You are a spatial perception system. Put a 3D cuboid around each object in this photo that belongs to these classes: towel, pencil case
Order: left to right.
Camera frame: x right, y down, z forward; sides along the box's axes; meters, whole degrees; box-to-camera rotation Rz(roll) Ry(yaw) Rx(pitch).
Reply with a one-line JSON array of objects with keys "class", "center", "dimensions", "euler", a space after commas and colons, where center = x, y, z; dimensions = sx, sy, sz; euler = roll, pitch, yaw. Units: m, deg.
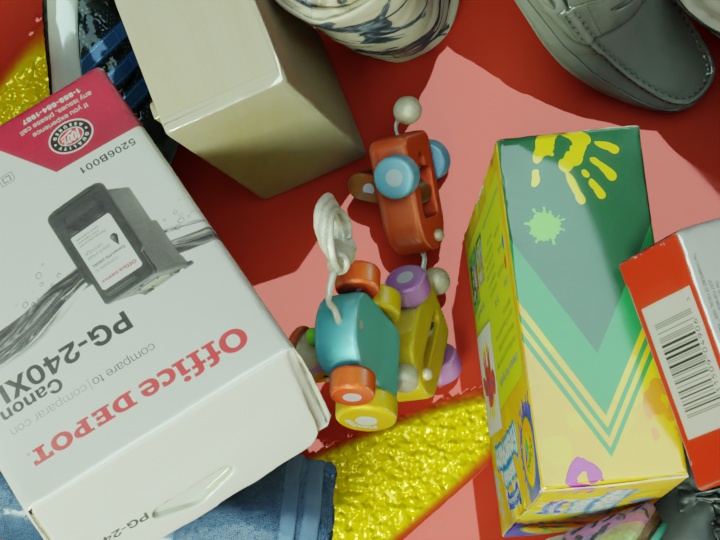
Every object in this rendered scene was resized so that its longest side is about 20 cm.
[{"class": "towel", "center": [-0.111, 0.116, 1.229], "dimensions": [0.200, 0.112, 0.049], "euler": [10, 105, 0]}, {"class": "pencil case", "center": [0.001, -0.159, 1.242], "dimensions": [0.078, 0.200, 0.090], "euler": [-12, 87, 10]}]

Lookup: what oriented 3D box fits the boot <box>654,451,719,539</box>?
[{"class": "boot", "center": [0.235, 0.172, 1.250], "dimensions": [0.164, 0.066, 0.200], "euler": [-5, 74, -4]}]

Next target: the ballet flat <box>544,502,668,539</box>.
[{"class": "ballet flat", "center": [0.079, 0.184, 1.200], "dimensions": [0.071, 0.069, 0.200], "euler": [32, 119, 16]}]

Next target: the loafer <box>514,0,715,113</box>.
[{"class": "loafer", "center": [0.117, -0.152, 1.277], "dimensions": [0.200, 0.070, 0.070], "euler": [37, 73, -24]}]

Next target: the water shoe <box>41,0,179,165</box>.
[{"class": "water shoe", "center": [-0.125, -0.092, 1.298], "dimensions": [0.079, 0.072, 0.200], "euler": [-5, 88, -8]}]

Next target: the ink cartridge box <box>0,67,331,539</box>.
[{"class": "ink cartridge box", "center": [-0.128, 0.024, 1.169], "dimensions": [0.145, 0.083, 0.200], "euler": [-32, 58, -8]}]

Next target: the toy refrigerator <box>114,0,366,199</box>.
[{"class": "toy refrigerator", "center": [-0.059, -0.094, 1.225], "dimensions": [0.070, 0.200, 0.076], "euler": [-23, 80, 7]}]

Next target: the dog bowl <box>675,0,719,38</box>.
[{"class": "dog bowl", "center": [0.260, -0.177, 1.277], "dimensions": [0.200, 0.074, 0.200], "euler": [-15, 53, 21]}]

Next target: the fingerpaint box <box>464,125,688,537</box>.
[{"class": "fingerpaint box", "center": [0.103, 0.037, 1.203], "dimensions": [0.073, 0.200, 0.167], "euler": [-6, 77, -3]}]

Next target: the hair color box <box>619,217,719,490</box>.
[{"class": "hair color box", "center": [0.229, 0.016, 1.111], "dimensions": [0.200, 0.064, 0.111], "euler": [-15, 82, -23]}]

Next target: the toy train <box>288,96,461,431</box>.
[{"class": "toy train", "center": [0.000, 0.000, 1.240], "dimensions": [0.056, 0.200, 0.151], "euler": [-8, 102, 20]}]
